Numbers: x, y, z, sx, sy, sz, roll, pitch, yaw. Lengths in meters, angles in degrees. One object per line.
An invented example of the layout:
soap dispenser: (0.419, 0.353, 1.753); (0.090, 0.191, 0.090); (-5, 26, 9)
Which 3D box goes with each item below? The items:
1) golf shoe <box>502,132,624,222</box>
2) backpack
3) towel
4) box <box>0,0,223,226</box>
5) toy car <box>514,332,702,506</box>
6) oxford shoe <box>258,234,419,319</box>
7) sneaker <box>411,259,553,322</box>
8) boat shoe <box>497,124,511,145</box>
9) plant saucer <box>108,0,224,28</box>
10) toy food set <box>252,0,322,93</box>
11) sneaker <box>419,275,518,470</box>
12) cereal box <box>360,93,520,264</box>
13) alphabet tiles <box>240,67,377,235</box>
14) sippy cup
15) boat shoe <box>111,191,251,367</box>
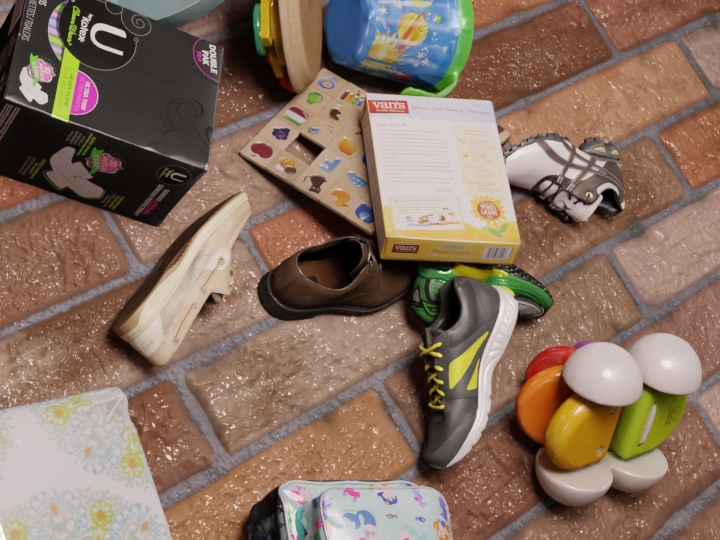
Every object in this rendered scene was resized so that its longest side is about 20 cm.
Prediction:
golf shoe: (0.234, -0.104, 1.706); (0.198, 0.078, 0.095); (-3, 67, -33)
backpack: (0.000, 0.286, 1.303); (0.176, 0.150, 0.202); (6, 67, -32)
towel: (-0.251, 0.206, 1.242); (0.170, 0.048, 0.202); (-8, 70, -39)
box: (-0.247, -0.158, 1.389); (0.198, 0.124, 0.150); (19, 57, -24)
toy car: (0.249, 0.138, 1.552); (0.198, 0.177, 0.150); (-6, 32, -35)
oxford shoe: (0.000, 0.000, 1.493); (0.199, 0.084, 0.073); (-15, 72, -39)
sneaker: (0.126, 0.026, 1.577); (0.199, 0.086, 0.078); (13, 16, -40)
boat shoe: (0.084, -0.132, 1.629); (0.199, 0.072, 0.072); (-27, 81, -32)
plant saucer: (-0.186, -0.302, 1.495); (0.036, 0.198, 0.201); (61, 38, -41)
toy food set: (-0.075, -0.288, 1.552); (0.048, 0.198, 0.202); (-1, 73, 7)
sneaker: (0.088, 0.099, 1.480); (0.084, 0.074, 0.202); (26, 73, -25)
cereal box: (0.080, -0.097, 1.527); (0.142, 0.040, 0.201); (3, 51, -11)
alphabet tiles: (-0.001, -0.121, 1.557); (0.199, 0.008, 0.167); (32, 51, 12)
sippy cup: (0.035, -0.268, 1.624); (0.129, 0.141, 0.178); (0, 26, -34)
boat shoe: (-0.156, 0.006, 1.399); (0.065, 0.072, 0.201); (45, 52, -15)
